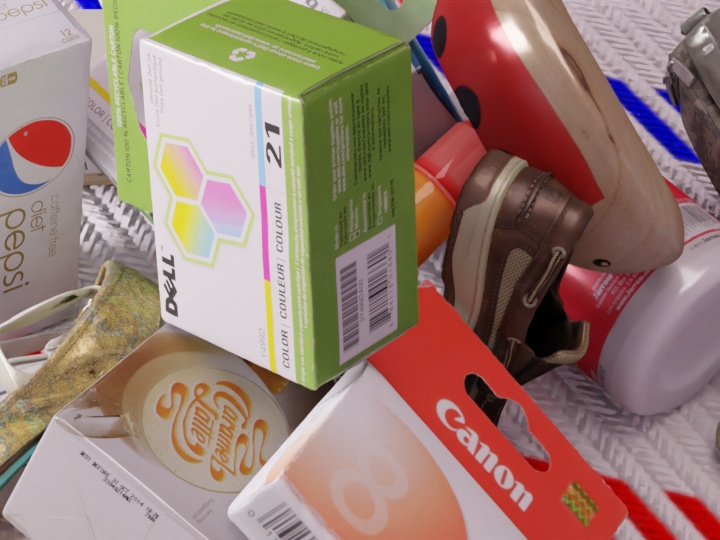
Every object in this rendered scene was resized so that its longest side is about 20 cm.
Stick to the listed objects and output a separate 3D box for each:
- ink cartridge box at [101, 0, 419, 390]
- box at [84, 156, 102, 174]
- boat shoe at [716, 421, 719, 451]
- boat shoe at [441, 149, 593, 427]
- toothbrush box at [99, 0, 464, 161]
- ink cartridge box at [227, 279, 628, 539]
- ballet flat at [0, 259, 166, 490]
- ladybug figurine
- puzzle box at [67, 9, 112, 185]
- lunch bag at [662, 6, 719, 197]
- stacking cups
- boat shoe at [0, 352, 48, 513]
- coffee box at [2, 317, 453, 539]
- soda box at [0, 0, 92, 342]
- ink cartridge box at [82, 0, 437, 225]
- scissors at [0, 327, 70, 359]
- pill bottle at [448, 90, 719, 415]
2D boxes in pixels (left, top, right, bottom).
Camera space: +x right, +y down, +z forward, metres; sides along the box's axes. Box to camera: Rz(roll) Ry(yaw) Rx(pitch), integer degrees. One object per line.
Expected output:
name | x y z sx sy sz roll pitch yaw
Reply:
ink cartridge box | -0.072 -0.052 1.142 0.199 0.149 0.076 22 38 36
box | -0.226 -0.078 1.390 0.199 0.042 0.039 -2 49 4
boat shoe | 0.294 0.080 1.349 0.199 0.067 0.074 0 45 -11
boat shoe | 0.077 0.035 1.256 0.074 0.203 0.075 21 49 14
toothbrush box | -0.049 -0.124 1.400 0.146 0.085 0.201 -31 54 7
ink cartridge box | 0.050 0.106 1.139 0.162 0.050 0.200 48 45 -6
ballet flat | -0.168 0.064 1.195 0.071 0.071 0.200 34 56 22
ladybug figurine | 0.095 -0.082 1.277 0.072 0.136 0.201 -30 83 7
puzzle box | -0.163 -0.105 1.479 0.199 0.026 0.134 -1 47 -12
lunch bag | 0.272 -0.057 1.398 0.167 0.139 0.201 18 36 -39
stacking cups | 0.000 0.000 1.317 0.200 0.061 0.060 -44 61 -7
boat shoe | -0.208 0.087 1.252 0.199 0.072 0.066 -25 26 -24
coffee box | -0.059 0.079 1.176 0.114 0.080 0.200 39 40 9
soda box | -0.188 -0.054 1.298 0.068 0.201 0.064 -22 53 -29
ink cartridge box | -0.058 -0.114 1.309 0.200 0.059 0.104 -45 53 -3
scissors | -0.214 0.046 1.287 0.200 0.074 0.014 -31 39 -34
pill bottle | 0.121 -0.020 1.386 0.112 0.113 0.200 -27 55 -32
